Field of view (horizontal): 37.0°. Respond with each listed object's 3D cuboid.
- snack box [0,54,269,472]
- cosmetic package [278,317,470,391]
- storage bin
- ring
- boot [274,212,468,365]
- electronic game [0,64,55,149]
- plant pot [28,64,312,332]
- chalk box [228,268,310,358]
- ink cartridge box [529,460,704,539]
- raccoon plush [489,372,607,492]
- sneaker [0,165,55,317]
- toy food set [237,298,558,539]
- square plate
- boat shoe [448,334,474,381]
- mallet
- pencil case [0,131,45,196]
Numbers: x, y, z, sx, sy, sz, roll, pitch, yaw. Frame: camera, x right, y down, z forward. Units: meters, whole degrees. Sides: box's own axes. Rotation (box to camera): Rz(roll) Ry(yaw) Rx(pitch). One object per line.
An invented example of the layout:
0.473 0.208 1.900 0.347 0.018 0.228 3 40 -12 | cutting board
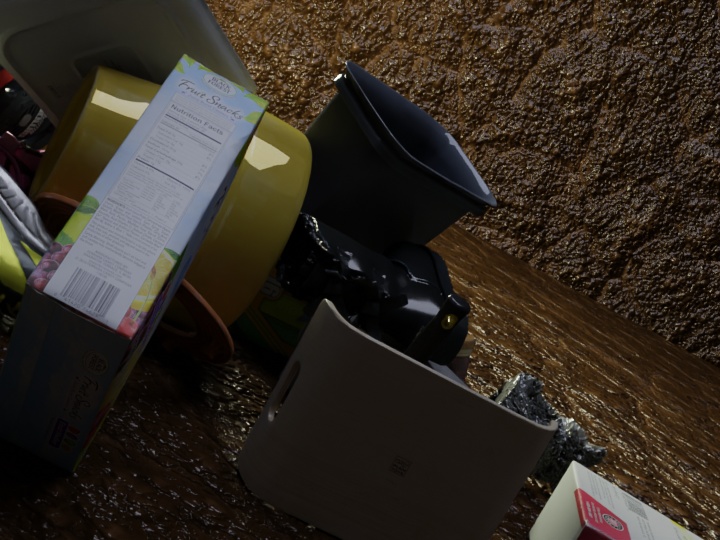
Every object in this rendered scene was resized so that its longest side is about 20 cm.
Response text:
-0.141 -0.004 0.654 0.067 0.169 0.201 27 50 -7 | snack box
0.017 0.110 0.953 0.090 0.108 0.200 23 14 -34 | cosmetic package
0.010 -0.091 1.026 0.199 0.134 0.146 23 31 -54 | storage bin
-0.185 0.014 0.859 0.199 0.019 0.201 31 -23 15 | ring
-0.001 0.001 0.935 0.161 0.074 0.199 26 15 -21 | boot
-0.320 -0.156 1.034 0.042 0.200 0.200 49 15 11 | electronic game
-0.171 -0.072 0.921 0.188 0.202 0.201 27 10 -24 | plant pot
-0.030 0.032 1.132 0.198 0.126 0.124 25 11 -15 | chalk box
0.248 0.266 0.903 0.199 0.084 0.145 30 11 2 | ink cartridge box
0.168 0.201 1.095 0.134 0.097 0.200 43 41 1 | raccoon plush
-0.258 0.010 0.809 0.200 0.084 0.075 47 -32 6 | sneaker
0.028 0.128 0.782 0.198 0.145 0.060 27 14 -10 | toy food set
-0.212 -0.180 0.929 0.200 0.196 0.029 59 21 -58 | square plate
0.055 0.097 1.227 0.071 0.073 0.199 0 5 -36 | boat shoe
0.027 0.098 0.811 0.066 0.200 0.041 35 29 -17 | mallet
-0.303 -0.083 1.020 0.090 0.094 0.200 31 10 7 | pencil case
